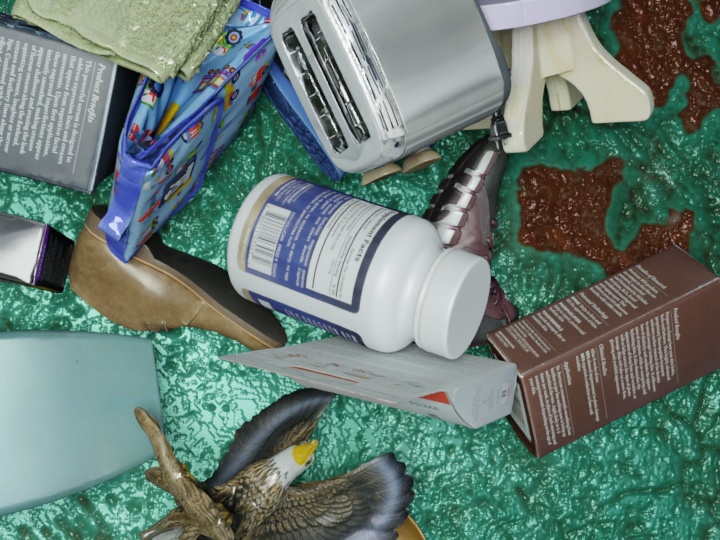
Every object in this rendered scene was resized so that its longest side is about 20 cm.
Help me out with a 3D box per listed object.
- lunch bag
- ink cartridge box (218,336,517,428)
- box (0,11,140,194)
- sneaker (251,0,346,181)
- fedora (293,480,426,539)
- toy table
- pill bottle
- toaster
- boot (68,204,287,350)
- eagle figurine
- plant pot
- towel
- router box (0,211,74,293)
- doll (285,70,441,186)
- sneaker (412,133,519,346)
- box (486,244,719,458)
[{"bbox_3d":[-0.152,-0.109,0.802,0.093,0.151,0.202,29,60,-6],"label":"lunch bag"},{"bbox_3d":[0.010,0.091,0.796,0.161,0.199,0.058,9,102,31],"label":"ink cartridge box"},{"bbox_3d":[-0.285,-0.145,0.808,0.197,0.149,0.109,14,101,-8],"label":"box"},{"bbox_3d":[-0.047,-0.179,0.900,0.078,0.070,0.201,-36,98,-14],"label":"sneaker"},{"bbox_3d":[-0.021,0.279,0.868,0.197,0.082,0.204,0,88,-9],"label":"fedora"},{"bbox_3d":[0.150,-0.180,0.866,0.199,0.182,0.119,-30,117,-44],"label":"toy table"},{"bbox_3d":[0.000,0.000,0.831,0.198,0.111,0.112,20,84,25],"label":"pill bottle"},{"bbox_3d":[0.022,-0.161,0.770,0.128,0.113,0.202,-30,99,-27],"label":"toaster"},{"bbox_3d":[-0.157,0.026,0.878,0.198,0.074,0.076,30,102,-1],"label":"boot"},{"bbox_3d":[-0.068,0.171,0.807,0.149,0.199,0.154,-7,85,34],"label":"eagle figurine"},{"bbox_3d":[-0.261,0.113,0.816,0.197,0.141,0.144,-8,88,-16],"label":"plant pot"},{"bbox_3d":[-0.148,-0.233,0.758,0.147,0.037,0.202,23,63,10],"label":"towel"},{"bbox_3d":[-0.336,-0.030,0.804,0.197,0.149,0.052,13,84,-7],"label":"router box"},{"bbox_3d":[-0.002,-0.176,0.853,0.135,0.048,0.203,-18,88,-22],"label":"doll"},{"bbox_3d":[0.106,-0.012,0.915,0.114,0.076,0.202,29,93,-12],"label":"sneaker"},{"bbox_3d":[0.217,0.069,0.901,0.198,0.075,0.101,-23,124,-8],"label":"box"}]
